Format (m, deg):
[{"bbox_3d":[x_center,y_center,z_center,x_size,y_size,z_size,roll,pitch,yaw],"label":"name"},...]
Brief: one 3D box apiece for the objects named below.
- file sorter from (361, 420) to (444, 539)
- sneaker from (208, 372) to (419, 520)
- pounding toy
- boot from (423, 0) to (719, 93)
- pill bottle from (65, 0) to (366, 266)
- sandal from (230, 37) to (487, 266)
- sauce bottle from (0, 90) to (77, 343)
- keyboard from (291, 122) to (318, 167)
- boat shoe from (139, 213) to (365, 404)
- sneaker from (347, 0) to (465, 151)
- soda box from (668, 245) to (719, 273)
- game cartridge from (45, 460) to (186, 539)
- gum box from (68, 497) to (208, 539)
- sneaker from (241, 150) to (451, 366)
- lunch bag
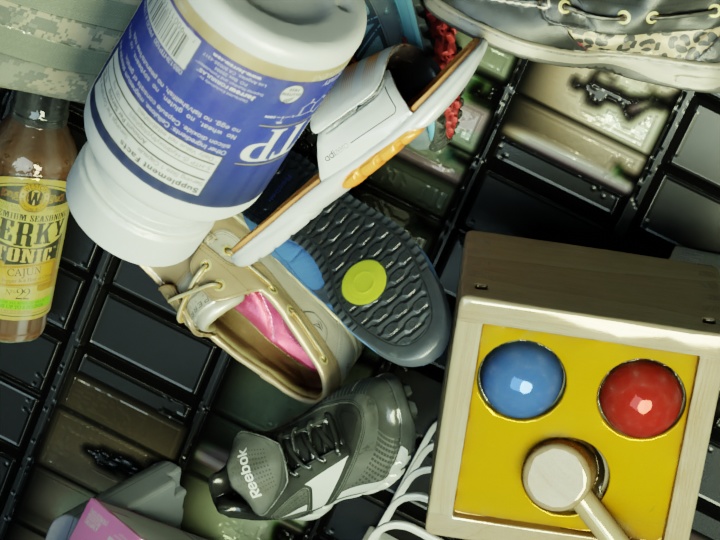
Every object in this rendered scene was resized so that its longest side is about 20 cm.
[{"bbox_3d":[0.065,0.195,1.682,0.138,0.200,0.125,28,111,3],"label":"file sorter"},{"bbox_3d":[-0.036,0.121,1.693,0.200,0.090,0.067,-37,65,55],"label":"sneaker"},{"bbox_3d":[0.137,0.106,1.573,0.183,0.142,0.201,8,114,1],"label":"pounding toy"},{"bbox_3d":[0.148,-0.195,1.567,0.199,0.073,0.151,14,114,1],"label":"boot"},{"bbox_3d":[-0.091,-0.100,1.534,0.120,0.120,0.200,36,129,0],"label":"pill bottle"},{"bbox_3d":[-0.015,-0.080,1.565,0.206,0.079,0.059,-39,96,21],"label":"sandal"},{"bbox_3d":[-0.220,-0.052,1.737,0.064,0.065,0.201,16,115,9],"label":"sauce bottle"},{"bbox_3d":[-0.058,-0.080,1.694,0.104,0.040,0.200,43,115,-4],"label":"keyboard"},{"bbox_3d":[-0.086,0.012,1.703,0.200,0.069,0.074,35,130,-9],"label":"boat shoe"},{"bbox_3d":[-0.002,-0.162,1.629,0.095,0.079,0.201,-19,95,20],"label":"sneaker"},{"bbox_3d":[0.280,0.044,1.634,0.199,0.063,0.069,11,114,11],"label":"soda box"},{"bbox_3d":[-0.179,0.237,1.800,0.041,0.133,0.201,25,117,29],"label":"game cartridge"},{"bbox_3d":[-0.116,0.237,1.746,0.066,0.200,0.114,32,94,47],"label":"gum box"},{"bbox_3d":[0.000,0.000,1.637,0.066,0.078,0.200,-44,51,-3],"label":"sneaker"},{"bbox_3d":[-0.145,-0.200,1.582,0.163,0.118,0.200,10,130,-29],"label":"lunch bag"}]
